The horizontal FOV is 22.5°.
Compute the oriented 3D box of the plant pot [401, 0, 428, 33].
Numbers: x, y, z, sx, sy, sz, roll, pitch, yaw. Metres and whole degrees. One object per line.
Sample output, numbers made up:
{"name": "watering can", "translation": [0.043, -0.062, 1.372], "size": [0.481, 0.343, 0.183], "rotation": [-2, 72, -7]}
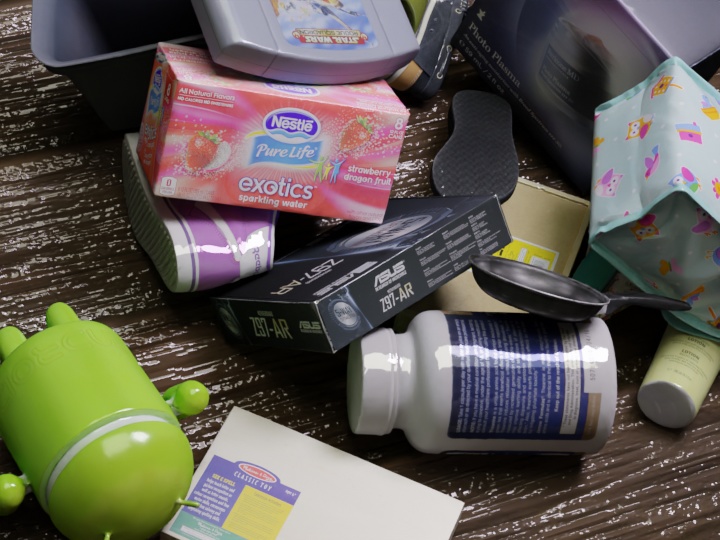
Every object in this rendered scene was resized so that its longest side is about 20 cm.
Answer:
{"name": "plant pot", "translation": [-0.005, -0.278, 1.661], "size": [0.185, 0.188, 0.201], "rotation": [1, 41, -9]}

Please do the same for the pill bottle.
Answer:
{"name": "pill bottle", "translation": [0.092, 0.088, 1.418], "size": [0.198, 0.111, 0.112], "rotation": [2, 48, -9]}

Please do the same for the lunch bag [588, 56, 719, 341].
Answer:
{"name": "lunch bag", "translation": [0.286, -0.046, 1.500], "size": [0.200, 0.122, 0.171], "rotation": [37, 41, -28]}

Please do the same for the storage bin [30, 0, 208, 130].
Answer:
{"name": "storage bin", "translation": [-0.168, -0.209, 1.567], "size": [0.198, 0.135, 0.147], "rotation": [-10, 58, 9]}

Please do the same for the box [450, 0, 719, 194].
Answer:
{"name": "box", "translation": [0.212, -0.215, 1.621], "size": [0.123, 0.199, 0.200], "rotation": [-32, 75, -35]}

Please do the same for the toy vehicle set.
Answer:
{"name": "toy vehicle set", "translation": [0.119, -0.005, 1.563], "size": [0.123, 0.027, 0.201], "rotation": [20, 48, 8]}

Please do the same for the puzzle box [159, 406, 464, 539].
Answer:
{"name": "puzzle box", "translation": [-0.035, 0.191, 1.361], "size": [0.198, 0.026, 0.133], "rotation": [22, 49, 10]}

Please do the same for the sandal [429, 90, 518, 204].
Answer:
{"name": "sandal", "translation": [0.103, -0.094, 1.597], "size": [0.075, 0.048, 0.201], "rotation": [13, 33, 3]}

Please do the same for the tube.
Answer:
{"name": "tube", "translation": [0.289, 0.049, 1.533], "size": [0.058, 0.052, 0.200], "rotation": [56, 43, -19]}

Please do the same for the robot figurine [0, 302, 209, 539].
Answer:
{"name": "robot figurine", "translation": [-0.199, 0.119, 1.331], "size": [0.174, 0.116, 0.200], "rotation": [-26, 54, -19]}

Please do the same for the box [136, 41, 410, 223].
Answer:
{"name": "box", "translation": [-0.072, -0.112, 1.476], "size": [0.198, 0.103, 0.095], "rotation": [7, 22, -20]}

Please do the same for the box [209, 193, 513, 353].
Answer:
{"name": "box", "translation": [0.000, 0.000, 1.464], "size": [0.199, 0.044, 0.160], "rotation": [-30, 17, -30]}

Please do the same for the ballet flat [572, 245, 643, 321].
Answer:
{"name": "ballet flat", "translation": [0.231, -0.015, 1.570], "size": [0.064, 0.075, 0.201], "rotation": [40, 51, -19]}

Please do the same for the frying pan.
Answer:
{"name": "frying pan", "translation": [0.162, 0.016, 1.426], "size": [0.189, 0.031, 0.115], "rotation": [7, 14, -46]}

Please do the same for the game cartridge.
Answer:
{"name": "game cartridge", "translation": [-0.046, -0.215, 1.469], "size": [0.199, 0.042, 0.134], "rotation": [-4, 59, -39]}

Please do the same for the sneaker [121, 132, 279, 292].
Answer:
{"name": "sneaker", "translation": [-0.131, -0.053, 1.523], "size": [0.113, 0.073, 0.201], "rotation": [-11, 42, -20]}

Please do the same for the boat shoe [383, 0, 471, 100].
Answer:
{"name": "boat shoe", "translation": [0.074, -0.241, 1.736], "size": [0.062, 0.074, 0.201], "rotation": [35, 52, -17]}
